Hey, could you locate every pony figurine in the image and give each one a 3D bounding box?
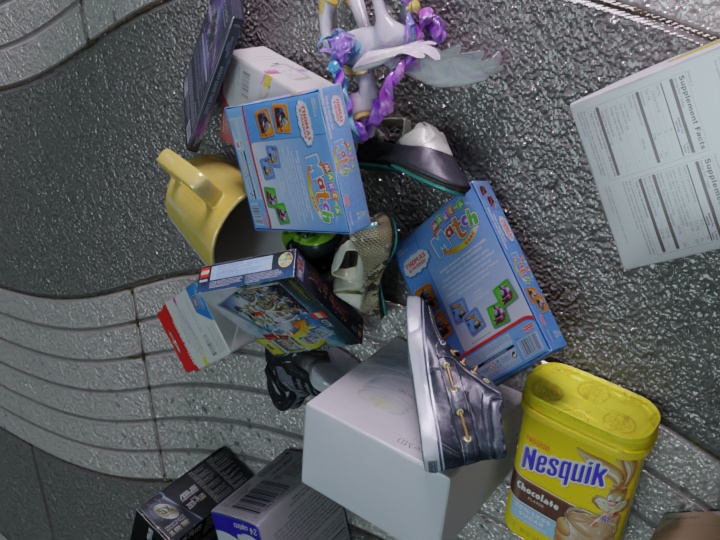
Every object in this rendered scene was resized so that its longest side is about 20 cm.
[{"bbox_3d":[0.032,-0.241,0.844,0.191,0.164,0.205,-11,84,44],"label":"pony figurine"}]

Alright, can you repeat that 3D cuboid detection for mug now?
[{"bbox_3d":[-0.187,-0.096,1.077,0.152,0.148,0.189,36,142,31],"label":"mug"}]

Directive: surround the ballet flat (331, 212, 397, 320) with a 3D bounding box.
[{"bbox_3d":[0.000,0.000,0.968,0.201,0.074,0.069,95,164,-59],"label":"ballet flat"}]

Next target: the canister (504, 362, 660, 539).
[{"bbox_3d":[0.245,0.227,0.908,0.146,0.086,0.204,22,123,30],"label":"canister"}]

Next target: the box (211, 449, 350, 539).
[{"bbox_3d":[-0.111,0.409,1.208,0.103,0.183,0.205,0,109,36],"label":"box"}]

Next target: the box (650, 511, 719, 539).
[{"bbox_3d":[0.331,0.334,0.807,0.094,0.199,0.079,-20,98,41],"label":"box"}]

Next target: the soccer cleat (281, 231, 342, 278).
[{"bbox_3d":[-0.055,-0.025,1.007,0.083,0.066,0.200,67,169,-10],"label":"soccer cleat"}]

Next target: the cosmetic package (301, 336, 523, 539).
[{"bbox_3d":[0.065,0.203,0.964,0.196,0.199,0.125,21,122,29],"label":"cosmetic package"}]

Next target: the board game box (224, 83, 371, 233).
[{"bbox_3d":[-0.076,-0.121,0.906,0.198,0.036,0.155,7,114,52],"label":"board game box"}]

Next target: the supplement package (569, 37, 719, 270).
[{"bbox_3d":[0.310,-0.114,0.658,0.198,0.151,0.154,-16,99,42],"label":"supplement package"}]

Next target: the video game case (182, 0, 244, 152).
[{"bbox_3d":[-0.193,-0.276,1.026,0.201,0.019,0.145,-58,33,39],"label":"video game case"}]

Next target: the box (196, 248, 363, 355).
[{"bbox_3d":[-0.095,0.046,1.010,0.134,0.038,0.200,-10,149,21],"label":"box"}]

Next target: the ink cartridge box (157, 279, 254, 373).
[{"bbox_3d":[-0.236,0.081,1.225,0.199,0.067,0.118,-27,91,56],"label":"ink cartridge box"}]

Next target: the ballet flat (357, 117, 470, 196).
[{"bbox_3d":[0.052,-0.136,0.900,0.198,0.072,0.075,23,124,48],"label":"ballet flat"}]

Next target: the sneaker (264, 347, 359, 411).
[{"bbox_3d":[-0.067,0.162,1.140,0.199,0.075,0.116,34,128,30],"label":"sneaker"}]

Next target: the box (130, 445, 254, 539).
[{"bbox_3d":[-0.286,0.422,1.343,0.086,0.199,0.166,36,128,19],"label":"box"}]

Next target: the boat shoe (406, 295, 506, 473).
[{"bbox_3d":[0.100,0.116,0.864,0.089,0.204,0.071,-7,147,0],"label":"boat shoe"}]

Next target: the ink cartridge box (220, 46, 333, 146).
[{"bbox_3d":[-0.089,-0.186,0.985,0.199,0.067,0.119,36,129,35],"label":"ink cartridge box"}]

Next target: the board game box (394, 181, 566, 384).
[{"bbox_3d":[0.127,0.027,0.903,0.151,0.036,0.203,-39,68,42],"label":"board game box"}]
